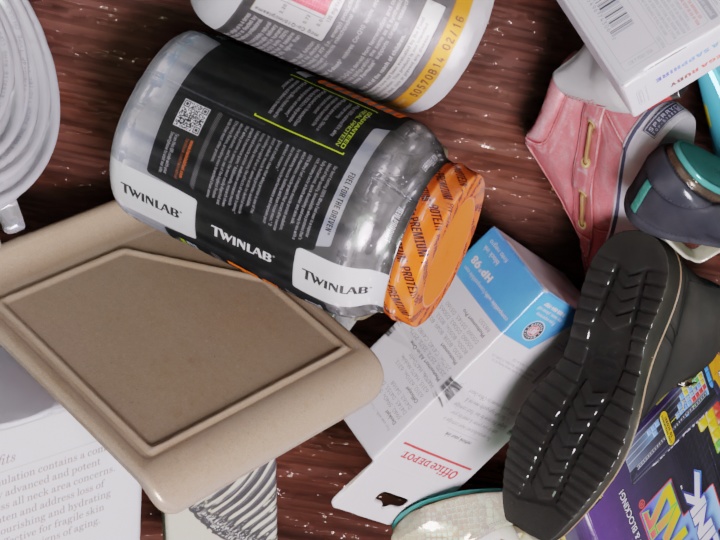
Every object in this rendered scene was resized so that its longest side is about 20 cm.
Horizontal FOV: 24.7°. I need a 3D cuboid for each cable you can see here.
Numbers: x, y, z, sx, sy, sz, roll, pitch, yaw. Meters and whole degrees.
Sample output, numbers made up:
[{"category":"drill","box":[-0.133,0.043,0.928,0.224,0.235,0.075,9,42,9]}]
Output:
[{"category":"cable","box":[-0.255,-0.112,0.896,0.069,0.202,0.199,-20,168,33]}]

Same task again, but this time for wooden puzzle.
[{"category":"wooden puzzle","box":[-0.111,0.040,0.971,0.184,0.200,0.037,-26,150,-41]}]

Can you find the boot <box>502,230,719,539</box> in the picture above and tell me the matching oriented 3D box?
[{"category":"boot","box":[0.177,0.085,1.065,0.138,0.077,0.201,19,99,-54]}]

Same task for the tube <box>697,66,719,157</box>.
[{"category":"tube","box":[0.262,-0.072,1.075,0.077,0.050,0.201,-23,116,-19]}]

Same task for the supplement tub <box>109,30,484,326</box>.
[{"category":"supplement tub","box":[-0.036,-0.051,0.966,0.199,0.122,0.123,25,113,15]}]

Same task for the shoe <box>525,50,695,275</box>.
[{"category":"shoe","box":[0.160,-0.054,1.082,0.071,0.091,0.201,-38,150,-24]}]

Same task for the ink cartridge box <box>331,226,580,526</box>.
[{"category":"ink cartridge box","box":[0.060,0.076,1.098,0.200,0.067,0.116,-45,146,12]}]

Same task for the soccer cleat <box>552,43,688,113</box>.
[{"category":"soccer cleat","box":[0.182,-0.182,0.999,0.069,0.085,0.201,42,66,-38]}]

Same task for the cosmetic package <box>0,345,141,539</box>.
[{"category":"cosmetic package","box":[-0.244,0.140,1.009,0.166,0.166,0.202,-15,122,-37]}]

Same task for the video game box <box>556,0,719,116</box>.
[{"category":"video game box","box":[0.182,-0.214,0.939,0.181,0.201,0.047,-31,152,7]}]

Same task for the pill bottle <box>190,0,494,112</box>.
[{"category":"pill bottle","box":[-0.029,-0.179,0.953,0.199,0.117,0.117,22,110,-21]}]

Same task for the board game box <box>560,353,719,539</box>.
[{"category":"board game box","box":[0.211,0.176,1.163,0.165,0.056,0.201,-42,123,-30]}]

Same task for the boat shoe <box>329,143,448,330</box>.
[{"category":"boat shoe","box":[0.000,0.000,1.069,0.068,0.075,0.201,15,111,-11]}]

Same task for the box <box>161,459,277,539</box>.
[{"category":"box","box":[-0.097,0.095,1.100,0.081,0.069,0.202,-4,117,-8]}]

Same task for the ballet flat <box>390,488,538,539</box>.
[{"category":"ballet flat","box":[0.112,0.188,1.151,0.199,0.063,0.068,0,135,-36]}]

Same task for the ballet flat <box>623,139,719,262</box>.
[{"category":"ballet flat","box":[0.238,-0.029,1.022,0.199,0.073,0.073,14,114,-37]}]
